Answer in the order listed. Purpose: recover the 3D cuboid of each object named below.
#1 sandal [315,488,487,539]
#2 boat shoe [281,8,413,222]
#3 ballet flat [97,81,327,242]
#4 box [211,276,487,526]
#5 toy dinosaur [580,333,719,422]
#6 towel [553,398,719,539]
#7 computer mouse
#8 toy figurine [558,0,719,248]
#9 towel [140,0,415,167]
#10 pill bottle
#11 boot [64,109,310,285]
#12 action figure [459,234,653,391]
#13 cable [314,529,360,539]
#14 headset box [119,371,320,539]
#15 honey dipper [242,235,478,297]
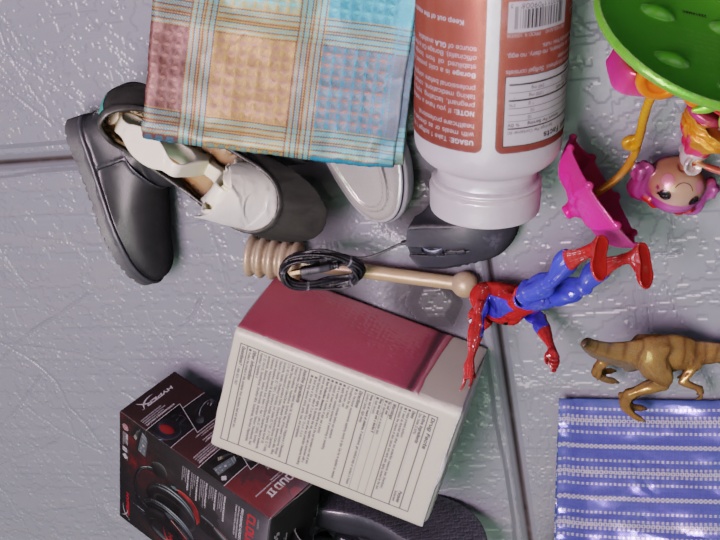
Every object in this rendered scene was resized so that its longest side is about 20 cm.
[{"bbox_3d":[0.025,0.232,1.186,0.200,0.076,0.043,13,119,24],"label":"sandal"},{"bbox_3d":[-0.019,-0.121,1.012,0.071,0.070,0.200,-7,113,31],"label":"boat shoe"},{"bbox_3d":[-0.121,-0.074,1.009,0.200,0.068,0.068,30,115,1],"label":"ballet flat"},{"bbox_3d":[-0.010,0.107,1.108,0.200,0.109,0.128,20,121,8],"label":"box"},{"bbox_3d":[0.220,0.068,1.019,0.200,0.061,0.106,4,143,-27],"label":"toy dinosaur"},{"bbox_3d":[0.226,0.201,1.051,0.144,0.024,0.200,-1,72,18],"label":"towel"},{"bbox_3d":[0.031,-0.014,1.045,0.200,0.034,0.059,-16,132,9],"label":"computer mouse"},{"bbox_3d":[0.227,-0.095,0.937,0.200,0.150,0.184,9,136,-13],"label":"toy figurine"},{"bbox_3d":[-0.057,-0.157,0.958,0.200,0.022,0.147,6,100,-2],"label":"towel"},{"bbox_3d":[0.094,-0.138,0.946,0.112,0.112,0.200,8,118,15],"label":"pill bottle"},{"bbox_3d":[-0.128,-0.081,1.084,0.200,0.066,0.165,-15,114,19],"label":"boot"},{"bbox_3d":[0.139,0.042,1.004,0.065,0.099,0.200,11,164,-25],"label":"action figure"},{"bbox_3d":[0.005,0.330,1.252,0.200,0.051,0.163,27,121,3],"label":"cable"},{"bbox_3d":[-0.122,0.208,1.171,0.200,0.075,0.149,31,135,24],"label":"headset box"},{"bbox_3d":[0.000,0.000,1.093,0.200,0.038,0.038,8,118,13],"label":"honey dipper"}]
